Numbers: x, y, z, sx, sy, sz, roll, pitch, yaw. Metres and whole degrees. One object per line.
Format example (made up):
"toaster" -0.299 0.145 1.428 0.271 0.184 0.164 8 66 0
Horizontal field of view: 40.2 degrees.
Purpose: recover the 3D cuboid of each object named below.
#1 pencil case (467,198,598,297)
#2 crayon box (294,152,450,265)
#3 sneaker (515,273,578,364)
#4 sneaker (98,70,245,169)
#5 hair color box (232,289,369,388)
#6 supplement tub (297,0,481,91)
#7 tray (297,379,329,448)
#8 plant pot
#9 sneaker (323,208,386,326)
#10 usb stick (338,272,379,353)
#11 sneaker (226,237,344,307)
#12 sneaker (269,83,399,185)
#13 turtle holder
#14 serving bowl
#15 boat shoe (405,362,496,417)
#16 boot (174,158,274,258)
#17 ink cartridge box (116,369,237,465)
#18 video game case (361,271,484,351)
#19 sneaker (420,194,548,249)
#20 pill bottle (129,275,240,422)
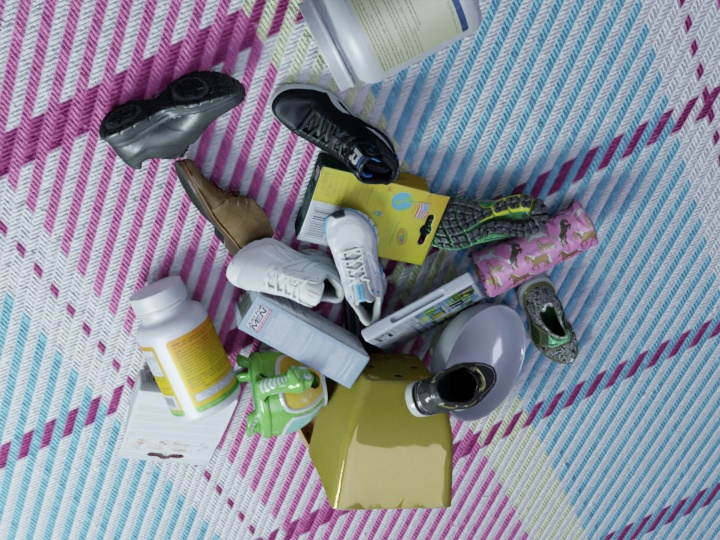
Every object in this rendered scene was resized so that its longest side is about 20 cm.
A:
"pencil case" 0.271 -0.035 1.530 0.200 0.087 0.083 -27 148 4
"crayon box" 0.016 -0.087 1.447 0.200 0.051 0.127 13 119 -17
"sneaker" 0.317 0.099 1.629 0.077 0.089 0.200 -30 125 6
"sneaker" -0.242 -0.199 1.312 0.200 0.076 0.091 -19 135 7
"hair color box" -0.091 0.094 1.492 0.200 0.099 0.061 31 98 -19
"supplement tub" 0.036 -0.327 1.242 0.200 0.145 0.145 -27 125 4
"tray" -0.018 0.220 1.659 0.200 0.037 0.099 -21 126 2
"plant pot" 0.038 0.240 1.558 0.194 0.196 0.200 3 106 -16
"sneaker" 0.000 0.000 1.421 0.075 0.087 0.200 -14 131 9
"usb stick" -0.001 0.062 1.560 0.055 0.033 0.200 -14 125 -13
"sneaker" -0.099 0.010 1.429 0.200 0.099 0.078 2 121 -41
"sneaker" -0.026 -0.183 1.342 0.200 0.112 0.073 23 114 -26
"turtle holder" -0.122 0.178 1.534 0.131 0.141 0.186 -8 137 -10
"serving bowl" 0.183 0.142 1.612 0.200 0.066 0.201 -18 119 -37
"boat shoe" 0.152 0.176 1.485 0.061 0.072 0.201 -24 172 41
"boot" -0.193 -0.096 1.393 0.075 0.074 0.200 -37 132 -4
"ink cartridge box" -0.301 0.244 1.611 0.162 0.050 0.200 9 137 -20
"video game case" 0.102 0.068 1.521 0.182 0.022 0.200 -29 166 6
"sneaker" 0.181 -0.071 1.490 0.199 0.085 0.078 -2 89 6
"pill bottle" -0.265 0.114 1.461 0.111 0.111 0.200 -21 106 1
